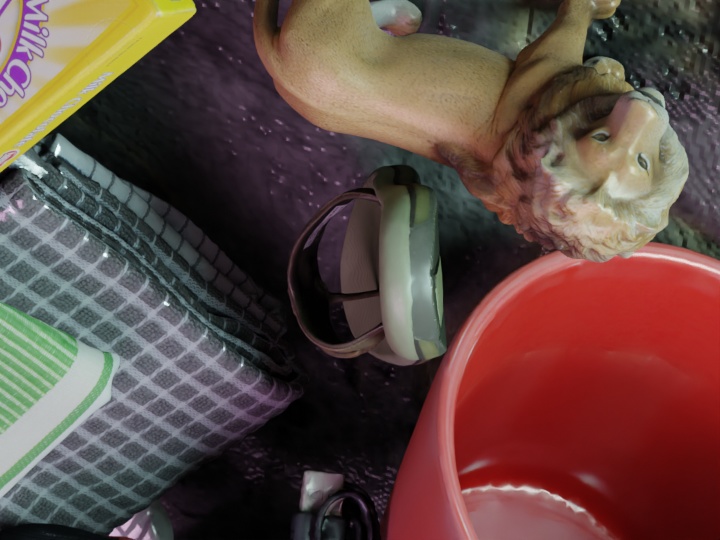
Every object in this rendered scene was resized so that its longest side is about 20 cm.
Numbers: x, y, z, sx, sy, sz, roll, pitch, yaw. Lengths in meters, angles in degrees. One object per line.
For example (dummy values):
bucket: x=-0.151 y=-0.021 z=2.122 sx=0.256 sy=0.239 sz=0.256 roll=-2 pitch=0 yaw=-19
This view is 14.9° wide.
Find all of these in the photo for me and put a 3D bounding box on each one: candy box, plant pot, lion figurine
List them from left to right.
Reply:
candy box: x=-0.154 y=-0.084 z=1.003 sx=0.200 sy=0.026 sz=0.102 roll=-36 pitch=81 yaw=32
lion figurine: x=0.029 y=-0.067 z=1.005 sx=0.199 sy=0.123 sz=0.073 roll=14 pitch=134 yaw=17
plant pot: x=0.092 y=0.116 z=1.100 sx=0.200 sy=0.201 sz=0.177 roll=32 pitch=146 yaw=-2

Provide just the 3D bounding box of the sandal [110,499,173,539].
sandal: x=-0.161 y=0.066 z=1.266 sx=0.082 sy=0.050 sz=0.203 roll=-36 pitch=92 yaw=22

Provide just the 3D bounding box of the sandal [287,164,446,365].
sandal: x=0.000 y=-0.001 z=1.057 sx=0.057 sy=0.201 sz=0.080 roll=-9 pitch=88 yaw=-2

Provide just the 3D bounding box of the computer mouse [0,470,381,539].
computer mouse: x=-0.092 y=0.144 z=1.097 sx=0.199 sy=0.139 sz=0.053 roll=2 pitch=172 yaw=25

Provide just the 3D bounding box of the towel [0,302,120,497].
towel: x=-0.207 y=0.044 z=1.044 sx=0.152 sy=0.023 sz=0.200 roll=-41 pitch=133 yaw=24

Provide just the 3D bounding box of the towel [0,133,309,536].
towel: x=-0.141 y=0.034 z=1.134 sx=0.165 sy=0.086 sz=0.200 roll=-35 pitch=135 yaw=19

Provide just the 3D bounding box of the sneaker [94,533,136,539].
sneaker: x=-0.042 y=0.176 z=1.153 sx=0.200 sy=0.071 sz=0.098 roll=25 pitch=175 yaw=28
